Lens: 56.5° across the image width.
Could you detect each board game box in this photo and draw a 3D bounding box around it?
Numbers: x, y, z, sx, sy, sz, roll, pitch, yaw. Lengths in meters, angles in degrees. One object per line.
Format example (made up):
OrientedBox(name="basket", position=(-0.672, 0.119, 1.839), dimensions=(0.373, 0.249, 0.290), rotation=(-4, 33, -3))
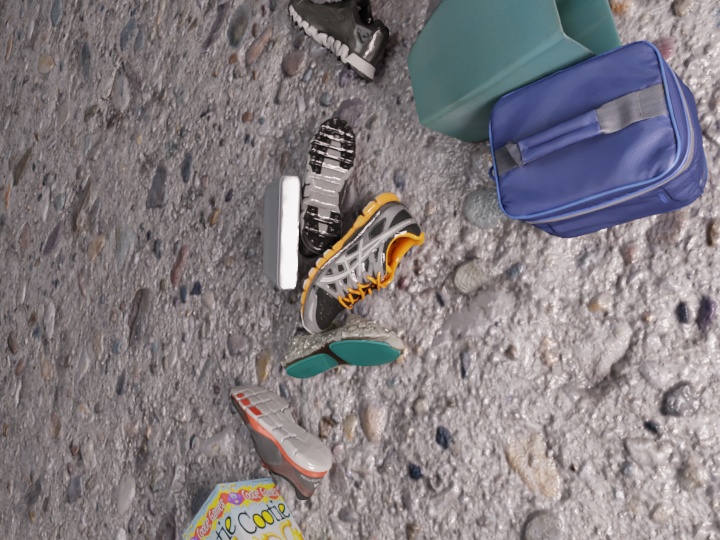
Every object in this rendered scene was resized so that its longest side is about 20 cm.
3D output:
OrientedBox(name="board game box", position=(-0.130, 0.387, 0.867), dimensions=(0.104, 0.104, 0.201), rotation=(-54, 54, 18))

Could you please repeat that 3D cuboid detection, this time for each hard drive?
OrientedBox(name="hard drive", position=(-0.109, -0.052, 0.896), dimensions=(0.200, 0.026, 0.136), rotation=(-163, 75, -76))

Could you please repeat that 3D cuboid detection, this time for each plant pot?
OrientedBox(name="plant pot", position=(0.152, -0.234, 0.720), dimensions=(0.198, 0.139, 0.145), rotation=(-26, 66, 42))

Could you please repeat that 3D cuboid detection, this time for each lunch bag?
OrientedBox(name="lunch bag", position=(0.215, -0.119, 0.645), dimensions=(0.197, 0.131, 0.140), rotation=(-18, 71, 36))

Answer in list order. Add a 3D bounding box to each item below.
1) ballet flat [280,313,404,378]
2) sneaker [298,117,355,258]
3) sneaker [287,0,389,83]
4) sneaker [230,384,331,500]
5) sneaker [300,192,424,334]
OrientedBox(name="ballet flat", position=(-0.027, 0.089, 0.862), dimensions=(0.197, 0.071, 0.074), rotation=(-17, 71, 37))
OrientedBox(name="sneaker", position=(-0.055, -0.107, 0.907), dimensions=(0.090, 0.065, 0.205), rotation=(141, 140, -62))
OrientedBox(name="sneaker", position=(-0.026, -0.349, 0.941), dimensions=(0.200, 0.066, 0.091), rotation=(47, 109, 32))
OrientedBox(name="sneaker", position=(-0.124, 0.234, 0.912), dimensions=(0.199, 0.076, 0.084), rotation=(37, 112, 39))
OrientedBox(name="sneaker", position=(0.000, 0.000, 0.829), dimensions=(0.077, 0.078, 0.202), rotation=(38, 92, 26))
